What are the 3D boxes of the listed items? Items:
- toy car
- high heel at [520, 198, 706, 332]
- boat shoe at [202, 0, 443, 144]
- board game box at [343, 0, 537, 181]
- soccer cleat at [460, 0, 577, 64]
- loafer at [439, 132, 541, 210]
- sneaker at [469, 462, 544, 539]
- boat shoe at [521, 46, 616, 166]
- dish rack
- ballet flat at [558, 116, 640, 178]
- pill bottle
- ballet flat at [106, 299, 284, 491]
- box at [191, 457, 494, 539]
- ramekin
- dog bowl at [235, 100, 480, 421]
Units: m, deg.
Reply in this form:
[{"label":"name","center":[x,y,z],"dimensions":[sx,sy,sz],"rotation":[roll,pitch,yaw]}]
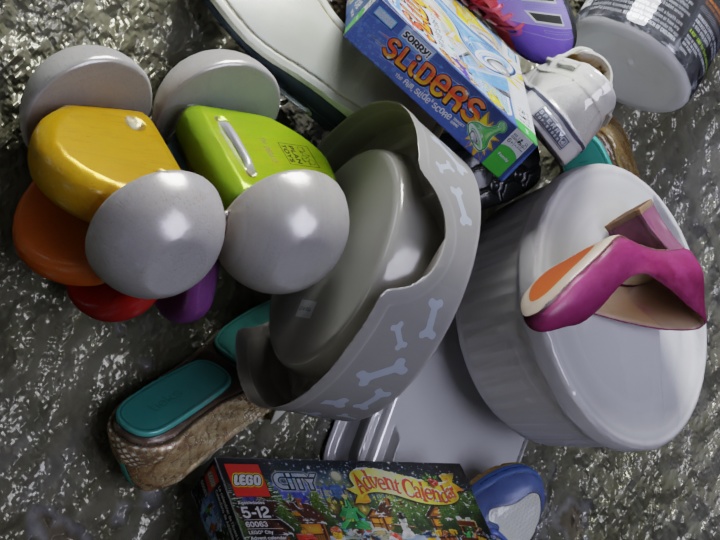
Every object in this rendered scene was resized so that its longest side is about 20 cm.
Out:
[{"label":"toy car","center":[-0.114,-0.034,1.256],"dimensions":[0.199,0.175,0.151],"rotation":[-2,132,-32]},{"label":"high heel","center":[0.174,0.023,1.375],"dimensions":[0.200,0.067,0.097],"rotation":[-33,94,-51]},{"label":"boat shoe","center":[-0.034,-0.140,1.351],"dimensions":[0.199,0.062,0.075],"rotation":[35,62,-9]},{"label":"board game box","center":[0.049,-0.143,1.350],"dimensions":[0.135,0.200,0.034],"rotation":[41,106,-15]},{"label":"soccer cleat","center":[0.080,-0.209,1.456],"dimensions":[0.200,0.068,0.073],"rotation":[52,40,-27]},{"label":"loafer","center":[0.034,-0.054,1.433],"dimensions":[0.199,0.070,0.069],"rotation":[-19,102,-34]},{"label":"sneaker","center":[0.074,0.227,1.444],"dimensions":[0.075,0.088,0.201],"rotation":[39,85,-36]},{"label":"boat shoe","center":[0.145,-0.120,1.454],"dimensions":[0.070,0.200,0.071],"rotation":[-40,92,5]},{"label":"dish rack","center":[0.068,0.094,1.493],"dimensions":[0.171,0.043,0.201],"rotation":[33,70,-37]},{"label":"ballet flat","center":[0.202,-0.033,1.600],"dimensions":[0.072,0.067,0.201],"rotation":[-46,119,-52]},{"label":"pill bottle","center":[0.245,-0.226,1.587],"dimensions":[0.106,0.106,0.201],"rotation":[48,63,-33]},{"label":"ballet flat","center":[-0.084,0.078,1.352],"dimensions":[0.199,0.070,0.066],"rotation":[-29,139,-34]},{"label":"box","center":[0.002,0.187,1.345],"dimensions":[0.199,0.038,0.137],"rotation":[5,47,-36]},{"label":"ramekin","center":[0.151,0.032,1.473],"dimensions":[0.201,0.094,0.204],"rotation":[16,67,-44]},{"label":"dog bowl","center":[0.000,0.000,1.277],"dimensions":[0.058,0.200,0.202],"rotation":[25,76,-24]}]
